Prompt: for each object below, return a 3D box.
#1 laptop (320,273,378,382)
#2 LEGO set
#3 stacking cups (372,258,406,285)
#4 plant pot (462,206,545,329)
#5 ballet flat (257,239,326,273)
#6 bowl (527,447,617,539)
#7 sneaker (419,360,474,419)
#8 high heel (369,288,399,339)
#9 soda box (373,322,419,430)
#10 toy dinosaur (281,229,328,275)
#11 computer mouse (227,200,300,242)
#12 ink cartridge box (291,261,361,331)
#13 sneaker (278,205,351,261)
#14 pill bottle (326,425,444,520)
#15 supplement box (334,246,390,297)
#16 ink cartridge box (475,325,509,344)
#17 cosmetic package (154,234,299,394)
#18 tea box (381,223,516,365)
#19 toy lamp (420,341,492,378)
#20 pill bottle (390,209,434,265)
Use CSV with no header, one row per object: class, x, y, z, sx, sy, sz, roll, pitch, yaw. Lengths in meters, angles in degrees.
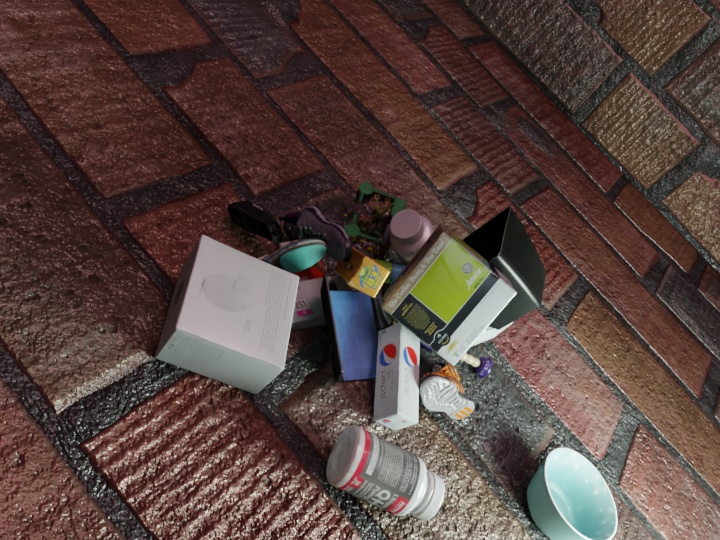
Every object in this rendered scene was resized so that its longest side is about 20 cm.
laptop,-0.010,0.115,1.410,0.114,0.200,0.190,-9,75,-8
LEGO set,0.026,-0.100,1.715,0.152,0.116,0.202,13,56,-6
stacking cups,0.091,0.005,1.614,0.197,0.061,0.061,6,43,2
plant pot,0.318,0.014,1.650,0.177,0.199,0.200,44,38,-14
ballet flat,-0.163,-0.019,1.400,0.075,0.198,0.074,61,-3,6
bowl,0.428,0.488,1.487,0.199,0.105,0.202,24,41,-22
sneaker,0.164,0.237,1.501,0.200,0.077,0.113,45,15,-49
high heel,0.092,0.113,1.601,0.199,0.071,0.145,4,70,-51
soda box,0.075,0.211,1.432,0.063,0.068,0.202,31,48,-35
toy dinosaur,-0.125,-0.050,1.562,0.199,0.059,0.101,40,49,14
computer mouse,-0.184,-0.081,1.490,0.198,0.141,0.046,22,61,31
ink cartridge box,-0.114,0.033,1.492,0.198,0.044,0.175,-8,61,-45
sneaker,-0.095,-0.068,1.479,0.087,0.075,0.200,-12,32,-29
pill bottle,0.048,0.365,1.261,0.198,0.111,0.111,30,39,-16
supplement box,0.000,0.000,1.455,0.068,0.067,0.200,32,2,-11
ink cartridge box,0.264,0.078,1.751,0.143,0.084,0.201,-11,61,-46
cosmetic package,-0.231,0.080,1.260,0.198,0.123,0.201,24,49,-20
tea box,0.179,0.046,1.469,0.196,0.201,0.134,39,12,-4
toy lamp,0.209,0.183,1.627,0.199,0.058,0.059,31,39,-20
pill bottle,0.129,-0.061,1.637,0.105,0.103,0.200,68,7,30
